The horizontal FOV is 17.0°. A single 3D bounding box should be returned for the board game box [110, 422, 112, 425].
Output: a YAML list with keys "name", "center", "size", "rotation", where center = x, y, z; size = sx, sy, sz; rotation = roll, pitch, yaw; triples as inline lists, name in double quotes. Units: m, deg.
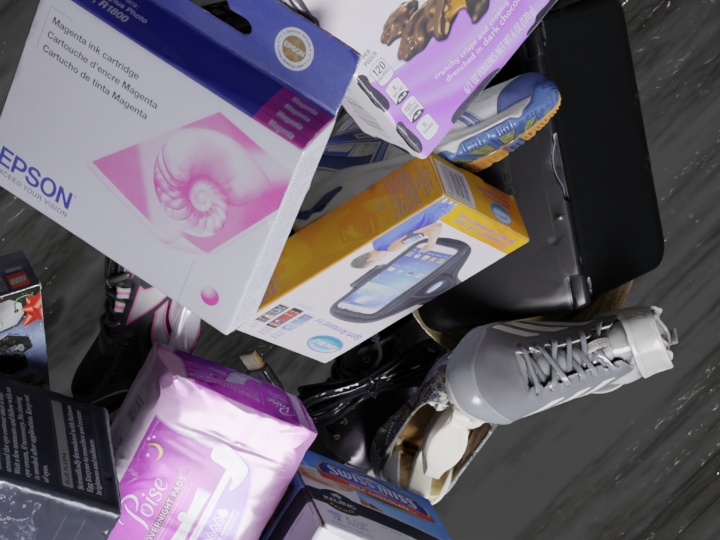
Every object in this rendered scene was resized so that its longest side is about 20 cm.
- name: "board game box"
  center: [-0.140, 0.185, 1.723]
  size: [0.159, 0.097, 0.200]
  rotation: [-36, 120, 1]

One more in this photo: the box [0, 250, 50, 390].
- name: "box"
  center: [-0.305, 0.075, 1.594]
  size: [0.199, 0.040, 0.138]
  rotation: [-18, 137, -20]

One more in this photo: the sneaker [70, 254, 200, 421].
- name: "sneaker"
  center: [-0.145, 0.004, 1.625]
  size: [0.086, 0.080, 0.201]
  rotation: [26, 103, -34]

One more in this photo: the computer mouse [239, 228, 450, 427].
- name: "computer mouse"
  center: [-0.031, 0.018, 1.714]
  size: [0.140, 0.046, 0.201]
  rotation: [-26, 123, 5]

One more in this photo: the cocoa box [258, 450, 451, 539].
- name: "cocoa box"
  center: [-0.034, 0.245, 1.652]
  size: [0.133, 0.131, 0.201]
  rotation: [24, 105, -22]

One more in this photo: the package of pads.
- name: "package of pads"
  center: [-0.127, 0.157, 1.612]
  size: [0.120, 0.076, 0.201]
  rotation: [23, 104, -21]

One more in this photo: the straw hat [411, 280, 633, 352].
- name: "straw hat"
  center: [0.094, -0.025, 1.731]
  size: [0.199, 0.085, 0.203]
  rotation: [-2, 96, -23]

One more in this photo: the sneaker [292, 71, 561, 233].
- name: "sneaker"
  center: [0.032, -0.096, 1.587]
  size: [0.199, 0.089, 0.075]
  rotation: [-25, 167, 9]

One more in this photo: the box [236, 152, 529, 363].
- name: "box"
  center: [0.000, 0.000, 1.592]
  size: [0.199, 0.042, 0.119]
  rotation: [-34, 151, 21]

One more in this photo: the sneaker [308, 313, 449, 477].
- name: "sneaker"
  center: [-0.014, 0.100, 1.809]
  size: [0.199, 0.075, 0.106]
  rotation: [-36, 127, 1]

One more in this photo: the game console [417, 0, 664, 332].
- name: "game console"
  center: [0.113, -0.076, 1.679]
  size: [0.174, 0.116, 0.202]
  rotation: [-10, 99, 8]

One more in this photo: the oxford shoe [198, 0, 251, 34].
- name: "oxford shoe"
  center: [-0.049, -0.135, 1.528]
  size: [0.198, 0.073, 0.085]
  rotation: [-8, 101, -25]

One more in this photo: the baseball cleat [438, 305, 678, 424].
- name: "baseball cleat"
  center: [0.142, 0.053, 1.629]
  size: [0.106, 0.070, 0.199]
  rotation: [-24, 173, 39]

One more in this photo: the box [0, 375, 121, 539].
- name: "box"
  center: [-0.285, 0.167, 1.539]
  size: [0.199, 0.118, 0.197]
  rotation: [19, 118, -24]

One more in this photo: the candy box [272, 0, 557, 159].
- name: "candy box"
  center: [0.020, -0.199, 1.471]
  size: [0.168, 0.071, 0.200]
  rotation: [-50, 127, -9]

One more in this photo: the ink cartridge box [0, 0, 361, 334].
- name: "ink cartridge box"
  center: [-0.119, -0.092, 1.454]
  size: [0.043, 0.196, 0.201]
  rotation: [-39, 157, -54]

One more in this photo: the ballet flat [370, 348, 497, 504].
- name: "ballet flat"
  center: [0.049, 0.127, 1.718]
  size: [0.072, 0.072, 0.201]
  rotation: [-11, 152, -26]
